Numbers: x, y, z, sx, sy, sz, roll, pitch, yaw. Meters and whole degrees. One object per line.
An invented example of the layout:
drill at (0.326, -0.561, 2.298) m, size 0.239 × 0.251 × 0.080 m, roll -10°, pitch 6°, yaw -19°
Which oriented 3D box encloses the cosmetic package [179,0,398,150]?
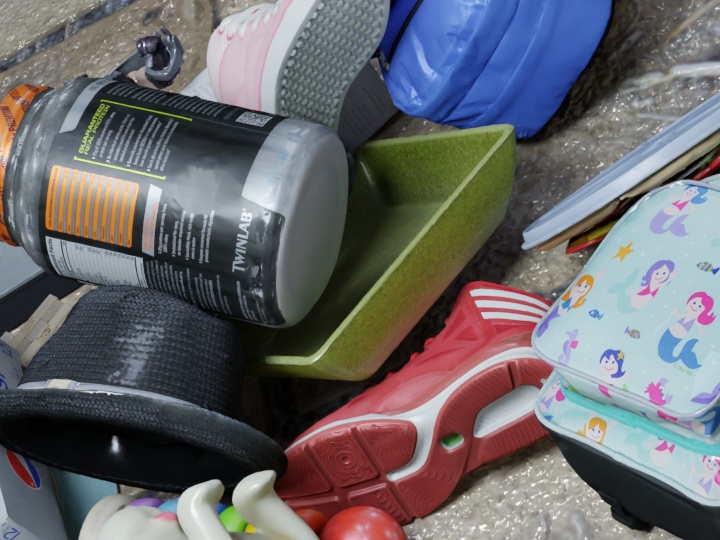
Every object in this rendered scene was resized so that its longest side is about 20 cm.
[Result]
cosmetic package at (-0.082, -0.083, 1.746) m, size 0.200 × 0.071 × 0.101 m, roll -43°, pitch 40°, yaw -5°

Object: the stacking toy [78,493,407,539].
stacking toy at (-0.064, 0.171, 1.508) m, size 0.199 × 0.085 × 0.086 m, roll -4°, pitch 51°, yaw 25°

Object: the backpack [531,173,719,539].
backpack at (0.203, 0.038, 1.378) m, size 0.200 × 0.151 × 0.177 m, roll -47°, pitch 40°, yaw -16°

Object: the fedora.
fedora at (-0.129, 0.065, 1.497) m, size 0.200 × 0.200 × 0.092 m, roll 0°, pitch 68°, yaw 36°

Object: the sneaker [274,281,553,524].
sneaker at (0.041, 0.078, 1.530) m, size 0.199 × 0.079 × 0.116 m, roll -22°, pitch 25°, yaw 21°

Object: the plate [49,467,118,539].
plate at (-0.246, 0.180, 1.664) m, size 0.199 × 0.026 × 0.201 m, roll -20°, pitch 43°, yaw 20°

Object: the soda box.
soda box at (-0.238, 0.114, 1.584) m, size 0.063 × 0.068 × 0.200 m, roll -36°, pitch 43°, yaw 12°

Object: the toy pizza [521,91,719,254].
toy pizza at (0.182, -0.062, 1.499) m, size 0.200 × 0.032 × 0.200 m, roll -35°, pitch 1°, yaw 1°

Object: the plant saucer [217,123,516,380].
plant saucer at (0.000, 0.000, 1.585) m, size 0.200 × 0.048 × 0.199 m, roll -50°, pitch 21°, yaw -20°

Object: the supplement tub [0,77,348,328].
supplement tub at (-0.117, -0.044, 1.512) m, size 0.199 × 0.123 × 0.123 m, roll 14°, pitch 60°, yaw 17°

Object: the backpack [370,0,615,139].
backpack at (0.064, -0.185, 1.652) m, size 0.163 × 0.167 × 0.201 m, roll 119°, pitch 149°, yaw -41°

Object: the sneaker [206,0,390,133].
sneaker at (-0.048, -0.147, 1.611) m, size 0.075 × 0.201 × 0.105 m, roll -15°, pitch 58°, yaw -27°

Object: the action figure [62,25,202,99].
action figure at (-0.152, -0.099, 1.709) m, size 0.130 × 0.069 × 0.200 m, roll -54°, pitch 37°, yaw -3°

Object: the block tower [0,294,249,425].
block tower at (-0.157, 0.076, 1.672) m, size 0.200 × 0.054 × 0.058 m, roll 23°, pitch 68°, yaw 45°

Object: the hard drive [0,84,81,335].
hard drive at (-0.267, -0.036, 1.870) m, size 0.139 × 0.033 × 0.200 m, roll -32°, pitch 41°, yaw 8°

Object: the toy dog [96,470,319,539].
toy dog at (-0.073, 0.201, 1.417) m, size 0.199 × 0.195 × 0.139 m, roll 20°, pitch 23°, yaw 22°

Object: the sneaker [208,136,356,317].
sneaker at (-0.089, -0.017, 1.617) m, size 0.200 × 0.066 × 0.090 m, roll -45°, pitch 20°, yaw -6°
